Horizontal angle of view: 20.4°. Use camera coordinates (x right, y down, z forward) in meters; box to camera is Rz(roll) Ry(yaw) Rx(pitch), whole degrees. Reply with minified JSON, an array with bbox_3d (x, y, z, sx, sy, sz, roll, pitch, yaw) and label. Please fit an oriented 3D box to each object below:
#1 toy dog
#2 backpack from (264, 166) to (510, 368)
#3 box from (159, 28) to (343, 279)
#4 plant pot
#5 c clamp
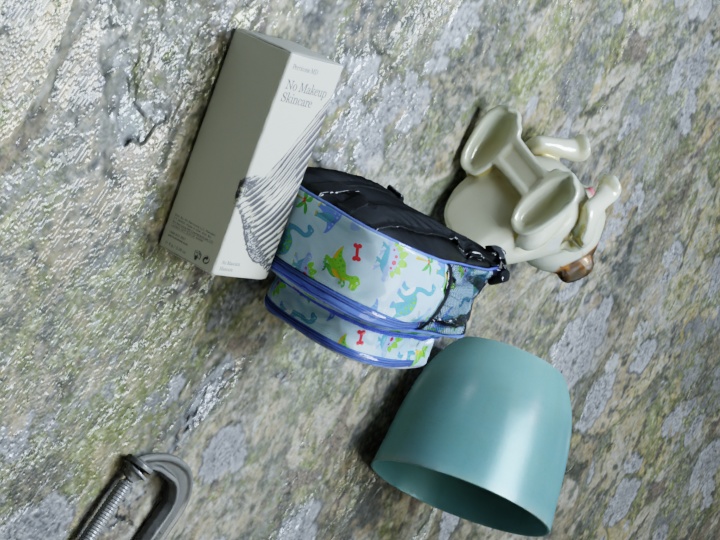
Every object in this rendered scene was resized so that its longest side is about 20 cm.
[{"bbox_3d":[0.184,-0.052,2.073,0.194,0.139,0.200,-55,149,11],"label":"toy dog"},{"bbox_3d":[0.000,0.000,1.800,0.200,0.183,0.148,15,103,-58],"label":"backpack"},{"bbox_3d":[-0.093,-0.097,1.705,0.082,0.068,0.201,4,109,-55],"label":"box"},{"bbox_3d":[0.132,0.167,2.105,0.201,0.200,0.162,47,62,-56],"label":"plant pot"},{"bbox_3d":[-0.226,0.240,1.795,0.200,0.027,0.171,-53,146,-16],"label":"c clamp"}]
